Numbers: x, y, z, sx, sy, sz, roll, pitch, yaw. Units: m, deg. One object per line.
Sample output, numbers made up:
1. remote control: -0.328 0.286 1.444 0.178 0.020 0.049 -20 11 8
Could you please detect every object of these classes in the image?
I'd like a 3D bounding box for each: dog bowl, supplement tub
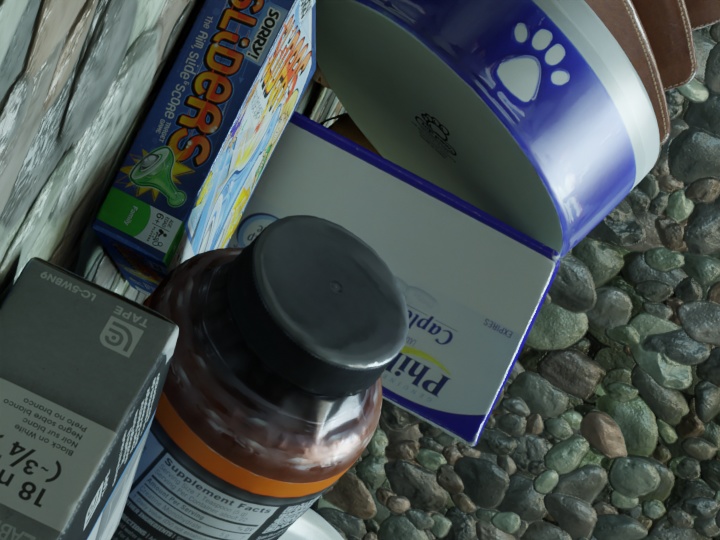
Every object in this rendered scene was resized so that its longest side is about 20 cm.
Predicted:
1. dog bowl: 0.065 -0.101 1.309 0.079 0.200 0.200 -45 173 -15
2. supplement tub: -0.061 0.063 0.970 0.200 0.107 0.107 -47 -171 39

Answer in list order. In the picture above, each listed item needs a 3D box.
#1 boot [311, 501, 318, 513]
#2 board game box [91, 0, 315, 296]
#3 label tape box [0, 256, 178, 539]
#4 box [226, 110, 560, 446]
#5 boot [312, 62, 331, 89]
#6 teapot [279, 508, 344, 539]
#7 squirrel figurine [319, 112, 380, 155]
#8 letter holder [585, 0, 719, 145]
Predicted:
1. boot: -0.100 0.181 1.486 0.073 0.144 0.201 -64 180 -47
2. board game box: -0.063 -0.057 1.028 0.200 0.034 0.136 96 20 -83
3. label tape box: -0.139 0.117 0.814 0.145 0.063 0.201 112 4 -52
4. box: 0.000 0.000 1.237 0.105 0.183 0.200 -62 178 -1
5. boot: 0.029 -0.170 1.538 0.200 0.075 0.108 -52 163 -76
6. teapot: -0.092 0.209 1.275 0.146 0.198 0.201 -13 -143 45
7. squirrel figurine: -0.009 -0.011 1.630 0.201 0.141 0.187 -66 173 -46
8. letter holder: 0.142 -0.170 1.407 0.200 0.141 0.101 59 19 -44
